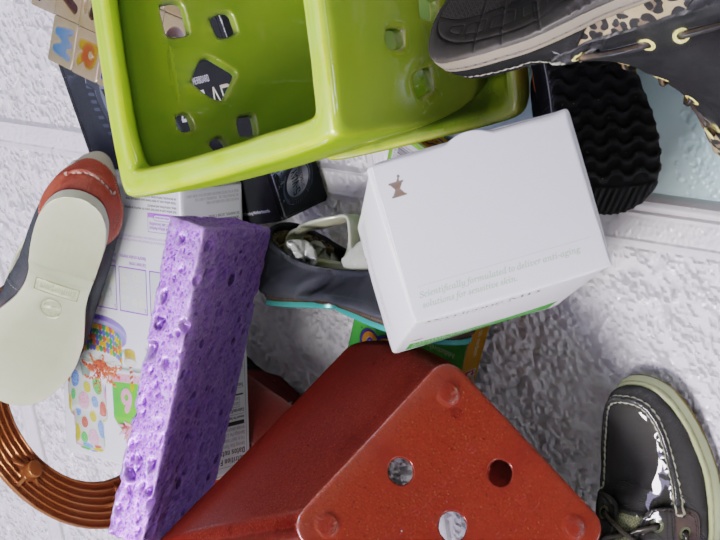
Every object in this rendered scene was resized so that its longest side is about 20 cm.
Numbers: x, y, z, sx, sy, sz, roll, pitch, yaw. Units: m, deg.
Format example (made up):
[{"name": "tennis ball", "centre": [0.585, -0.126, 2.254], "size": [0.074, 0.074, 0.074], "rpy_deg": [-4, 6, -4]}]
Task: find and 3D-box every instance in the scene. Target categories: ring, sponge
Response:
[{"name": "ring", "centre": [-0.206, 0.092, 1.341], "size": [0.019, 0.200, 0.202], "rpy_deg": [-28, 89, 40]}, {"name": "sponge", "centre": [-0.107, 0.067, 1.134], "size": [0.030, 0.111, 0.202], "rpy_deg": [14, 96, 16]}]

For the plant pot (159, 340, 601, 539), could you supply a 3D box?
[{"name": "plant pot", "centre": [0.026, 0.159, 1.062], "size": [0.200, 0.200, 0.176], "rpy_deg": [46, 158, -1]}]

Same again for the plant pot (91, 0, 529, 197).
[{"name": "plant pot", "centre": [-0.022, -0.156, 1.003], "size": [0.199, 0.180, 0.202], "rpy_deg": [-10, 87, 50]}]

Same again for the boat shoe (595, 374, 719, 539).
[{"name": "boat shoe", "centre": [0.173, 0.164, 1.073], "size": [0.071, 0.066, 0.203], "rpy_deg": [9, 117, 44]}]

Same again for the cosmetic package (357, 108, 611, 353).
[{"name": "cosmetic package", "centre": [0.059, -0.016, 0.960], "size": [0.200, 0.106, 0.086], "rpy_deg": [99, 156, -84]}]

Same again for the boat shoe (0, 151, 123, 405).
[{"name": "boat shoe", "centre": [-0.211, 0.009, 1.234], "size": [0.070, 0.063, 0.201], "rpy_deg": [19, 125, -10]}]

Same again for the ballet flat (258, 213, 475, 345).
[{"name": "ballet flat", "centre": [0.000, 0.000, 1.134], "size": [0.199, 0.073, 0.074], "rpy_deg": [11, 119, 52]}]

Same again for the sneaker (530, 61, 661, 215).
[{"name": "sneaker", "centre": [0.114, -0.131, 0.978], "size": [0.090, 0.069, 0.203], "rpy_deg": [-164, 68, -80]}]

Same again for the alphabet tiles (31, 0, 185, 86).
[{"name": "alphabet tiles", "centre": [-0.167, -0.209, 1.233], "size": [0.199, 0.006, 0.168], "rpy_deg": [27, 111, 44]}]

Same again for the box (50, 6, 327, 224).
[{"name": "box", "centre": [-0.123, -0.108, 1.262], "size": [0.199, 0.043, 0.162], "rpy_deg": [-5, 107, 48]}]

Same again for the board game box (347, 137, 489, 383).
[{"name": "board game box", "centre": [0.043, 0.011, 1.161], "size": [0.095, 0.030, 0.202], "rpy_deg": [37, 131, 29]}]

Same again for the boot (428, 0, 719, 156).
[{"name": "boot", "centre": [0.147, -0.108, 0.886], "size": [0.199, 0.074, 0.150], "rpy_deg": [-20, 135, 34]}]

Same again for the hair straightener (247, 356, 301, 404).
[{"name": "hair straightener", "centre": [-0.094, 0.097, 1.340], "size": [0.199, 0.041, 0.077], "rpy_deg": [38, 135, 19]}]

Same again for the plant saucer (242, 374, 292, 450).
[{"name": "plant saucer", "centre": [-0.066, 0.165, 1.306], "size": [0.199, 0.037, 0.202], "rpy_deg": [31, 144, 39]}]

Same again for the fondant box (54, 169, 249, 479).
[{"name": "fondant box", "centre": [-0.146, 0.035, 1.253], "size": [0.143, 0.058, 0.203], "rpy_deg": [8, 102, 45]}]
